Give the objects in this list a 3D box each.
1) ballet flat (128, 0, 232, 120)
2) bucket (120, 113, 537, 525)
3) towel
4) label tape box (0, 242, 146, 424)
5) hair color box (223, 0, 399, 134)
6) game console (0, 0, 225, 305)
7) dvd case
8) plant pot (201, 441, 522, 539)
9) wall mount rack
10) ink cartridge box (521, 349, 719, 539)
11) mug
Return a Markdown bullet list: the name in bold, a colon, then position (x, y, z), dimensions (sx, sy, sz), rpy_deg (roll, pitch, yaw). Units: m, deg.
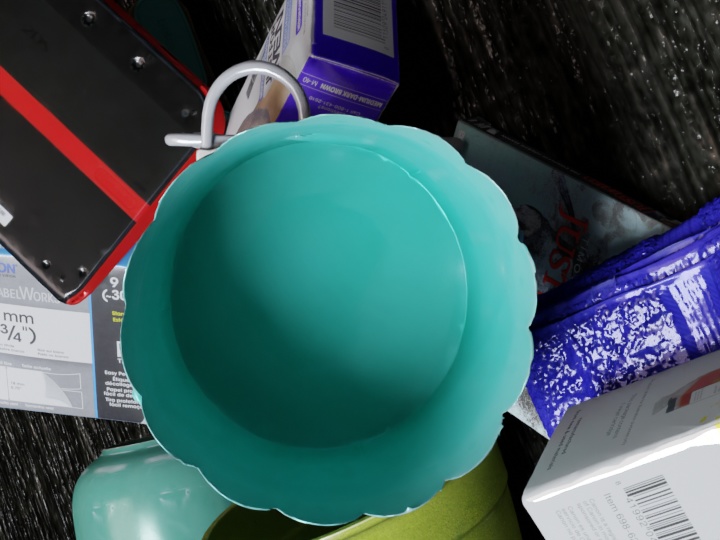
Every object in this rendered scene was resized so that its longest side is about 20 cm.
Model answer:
- **ballet flat**: position (-0.131, -0.111, 1.061), dimensions (0.202, 0.067, 0.072), rpy_deg (66, 161, 13)
- **bucket**: position (-0.017, 0.020, 0.719), dimensions (0.135, 0.204, 0.210), rpy_deg (-134, 33, -85)
- **towel**: position (0.172, 0.048, 0.694), dimensions (0.199, 0.049, 0.149), rpy_deg (-30, 77, 34)
- **label tape box**: position (-0.208, 0.006, 1.010), dimensions (0.142, 0.064, 0.202), rpy_deg (6, 120, 4)
- **hair color box**: position (-0.043, -0.097, 0.912), dimensions (0.201, 0.064, 0.110), rpy_deg (121, 156, -44)
- **game console**: position (-0.210, -0.104, 0.972), dimensions (0.200, 0.031, 0.177), rpy_deg (42, 92, 10)
- **dvd case**: position (0.108, 0.015, 0.806), dimensions (0.199, 0.022, 0.148), rpy_deg (33, 115, 41)
- **plant pot**: position (0.028, 0.215, 0.872), dimensions (0.199, 0.199, 0.195), rpy_deg (-15, 101, 52)
- **wall mount rack**: position (-0.029, -0.018, 0.819), dimensions (0.171, 0.075, 0.203), rpy_deg (3, 95, 7)
- **ink cartridge box**: position (0.197, 0.107, 0.622), dimensions (0.199, 0.083, 0.146), rpy_deg (-26, 102, 34)
- **mug**: position (-0.133, 0.183, 1.095), dimensions (0.152, 0.182, 0.116), rpy_deg (52, -155, -87)
